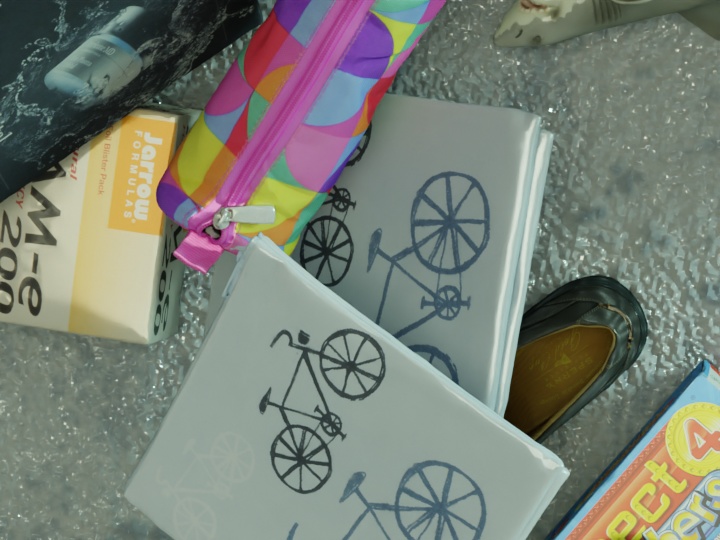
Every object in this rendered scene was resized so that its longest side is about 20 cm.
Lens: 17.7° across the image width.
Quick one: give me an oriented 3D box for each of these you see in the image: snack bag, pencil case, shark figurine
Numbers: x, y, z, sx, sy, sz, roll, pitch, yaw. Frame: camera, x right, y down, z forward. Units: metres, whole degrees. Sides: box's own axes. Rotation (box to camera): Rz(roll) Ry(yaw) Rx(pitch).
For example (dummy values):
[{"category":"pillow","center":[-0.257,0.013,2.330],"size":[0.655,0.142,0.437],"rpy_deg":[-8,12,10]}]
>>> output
[{"category":"snack bag","center":[0.000,0.000,1.204],"size":[0.199,0.021,0.190],"rpy_deg":[12,96,35]},{"category":"snack bag","center":[-0.016,0.107,1.163],"size":[0.200,0.021,0.189],"rpy_deg":[36,121,13]},{"category":"pencil case","center":[-0.026,-0.092,1.146],"size":[0.088,0.088,0.200],"rpy_deg":[34,112,5]},{"category":"shark figurine","center":[0.182,-0.135,1.167],"size":[0.128,0.214,0.090],"rpy_deg":[-51,127,-18]}]

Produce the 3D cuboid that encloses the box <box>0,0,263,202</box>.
[{"category":"box","center":[-0.167,-0.148,1.121],"size":[0.200,0.197,0.118],"rpy_deg":[-36,72,-8]}]

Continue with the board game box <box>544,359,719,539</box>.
[{"category":"board game box","center":[0.189,0.186,1.211],"size":[0.196,0.056,0.200],"rpy_deg":[40,99,4]}]

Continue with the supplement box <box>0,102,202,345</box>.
[{"category":"supplement box","center":[-0.192,-0.038,1.248],"size":[0.199,0.074,0.127],"rpy_deg":[8,95,9]}]

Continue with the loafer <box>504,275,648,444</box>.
[{"category":"loafer","center":[0.063,0.076,1.215],"size":[0.200,0.072,0.073],"rpy_deg":[-43,88,11]}]
